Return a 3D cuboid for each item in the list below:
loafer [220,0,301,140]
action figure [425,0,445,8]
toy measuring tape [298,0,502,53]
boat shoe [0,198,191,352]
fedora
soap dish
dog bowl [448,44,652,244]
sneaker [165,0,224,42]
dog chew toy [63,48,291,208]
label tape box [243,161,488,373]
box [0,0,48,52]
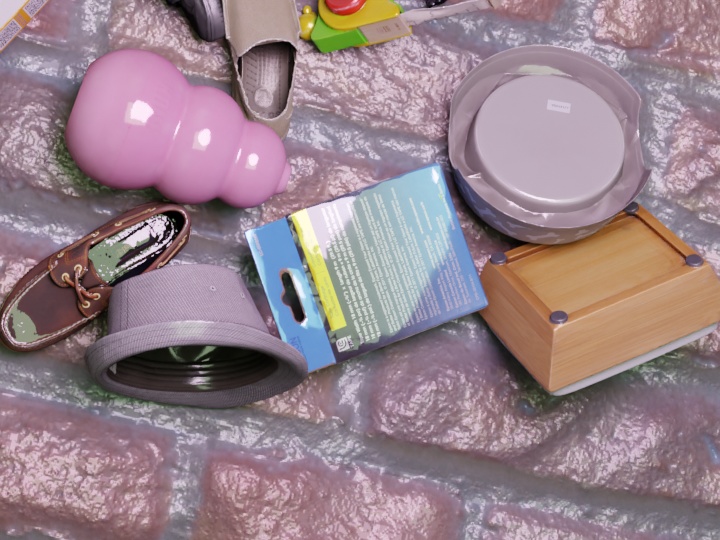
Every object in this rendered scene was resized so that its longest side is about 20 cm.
[{"bbox_3d":[-0.088,-0.215,1.473,0.075,0.068,0.201,-7,89,-17],"label":"loafer"},{"bbox_3d":[0.065,-0.358,1.510,0.118,0.102,0.201,-25,96,-14],"label":"action figure"},{"bbox_3d":[0.031,-0.253,1.483,0.199,0.074,0.074,-11,89,19],"label":"toy measuring tape"},{"bbox_3d":[-0.236,0.002,1.419,0.200,0.070,0.071,-39,100,-13],"label":"boat shoe"},{"bbox_3d":[-0.146,0.051,1.394,0.199,0.176,0.091,14,61,-41],"label":"fedora"},{"bbox_3d":[0.222,0.021,1.496,0.199,0.157,0.082,-21,128,-14],"label":"soap dish"},{"bbox_3d":[0.175,-0.114,1.509,0.199,0.059,0.201,3,62,-5],"label":"dog bowl"},{"bbox_3d":[-0.207,-0.285,1.454,0.104,0.060,0.201,-24,89,-14],"label":"sneaker"},{"bbox_3d":[-0.157,-0.115,1.417,0.199,0.125,0.125,21,81,-10],"label":"dog chew toy"},{"bbox_3d":[0.000,0.000,1.485,0.199,0.063,0.145,-19,92,-15],"label":"label tape box"},{"bbox_3d":[-0.306,-0.291,1.404,0.119,0.041,0.200,42,85,9],"label":"box"}]
